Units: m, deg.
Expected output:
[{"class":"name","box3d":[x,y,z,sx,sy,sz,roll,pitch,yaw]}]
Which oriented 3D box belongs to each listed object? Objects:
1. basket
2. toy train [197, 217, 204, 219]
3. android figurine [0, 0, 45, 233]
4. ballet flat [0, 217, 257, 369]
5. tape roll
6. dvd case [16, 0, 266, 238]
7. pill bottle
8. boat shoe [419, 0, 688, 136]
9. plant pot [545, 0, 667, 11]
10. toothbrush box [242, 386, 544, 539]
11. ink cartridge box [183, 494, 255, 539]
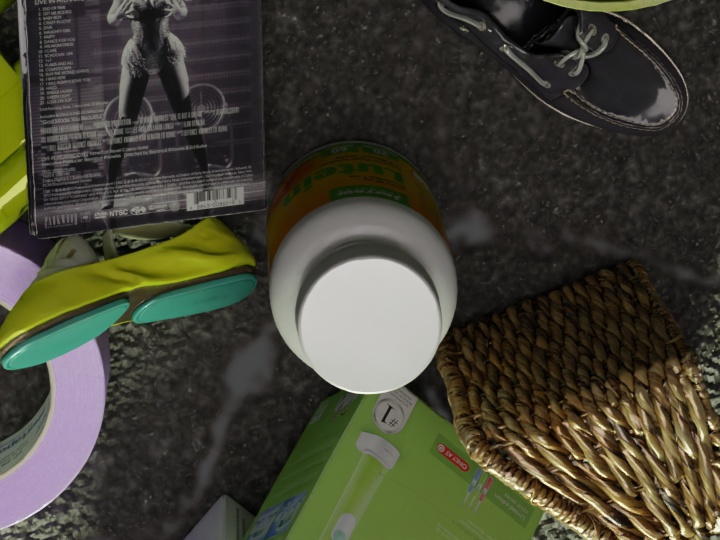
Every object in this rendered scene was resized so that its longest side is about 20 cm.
[{"class":"basket","box3d":[0.141,0.104,1.506,0.148,0.200,0.143,-21,109,1]},{"class":"toy train","box3d":[-0.112,-0.131,1.491,0.042,0.056,0.201,-11,108,-15]},{"class":"android figurine","box3d":[-0.265,-0.094,1.470,0.200,0.041,0.182,-38,81,-2]},{"class":"ballet flat","box3d":[-0.151,0.006,1.487,0.067,0.199,0.067,-44,70,47]},{"class":"tape roll","box3d":[-0.258,0.063,1.542,0.199,0.066,0.201,-1,107,-3]},{"class":"dvd case","box3d":[-0.128,-0.125,1.442,0.148,0.016,0.201,-8,108,-23]},{"class":"pill bottle","box3d":[0.000,0.000,1.463,0.110,0.200,0.112,-1,108,-3]},{"class":"boat shoe","box3d":[0.117,-0.137,1.498,0.199,0.063,0.073,32,103,-12]},{"class":"plant pot","box3d":[0.131,-0.265,1.389,0.199,0.193,0.202,-1,108,-2]},{"class":"toothbrush box","box3d":[0.005,0.189,1.528,0.145,0.200,0.086,38,147,-14]},{"class":"ink cartridge box","box3d":[-0.057,0.269,1.608,0.200,0.084,0.145,38,102,-13]}]
